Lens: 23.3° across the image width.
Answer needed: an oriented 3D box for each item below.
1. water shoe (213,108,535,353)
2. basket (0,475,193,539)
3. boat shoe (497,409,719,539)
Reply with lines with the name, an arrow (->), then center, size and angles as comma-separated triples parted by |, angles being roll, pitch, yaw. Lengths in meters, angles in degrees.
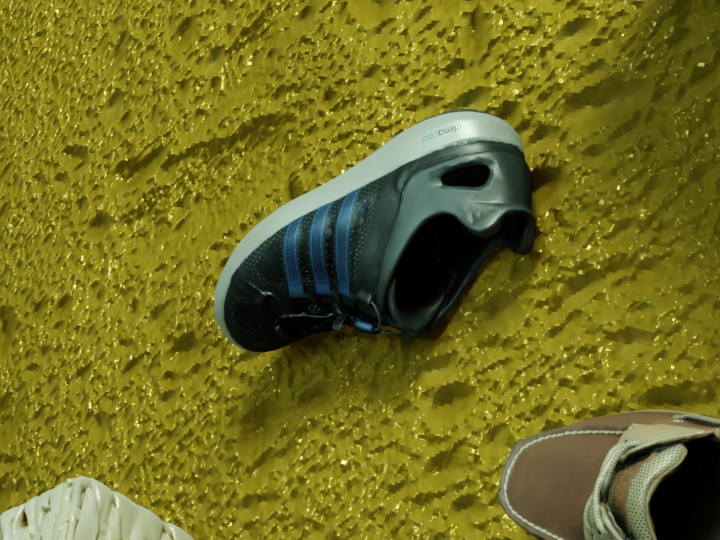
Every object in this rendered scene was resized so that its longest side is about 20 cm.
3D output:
water shoe -> 0.000, 0.000, 0.850 | 0.200, 0.071, 0.079 | -38, 48, 34
basket -> -0.138, 0.219, 0.840 | 0.123, 0.135, 0.201 | -31, 38, 30
boat shoe -> 0.121, 0.085, 0.660 | 0.200, 0.072, 0.076 | 0, 72, 50
